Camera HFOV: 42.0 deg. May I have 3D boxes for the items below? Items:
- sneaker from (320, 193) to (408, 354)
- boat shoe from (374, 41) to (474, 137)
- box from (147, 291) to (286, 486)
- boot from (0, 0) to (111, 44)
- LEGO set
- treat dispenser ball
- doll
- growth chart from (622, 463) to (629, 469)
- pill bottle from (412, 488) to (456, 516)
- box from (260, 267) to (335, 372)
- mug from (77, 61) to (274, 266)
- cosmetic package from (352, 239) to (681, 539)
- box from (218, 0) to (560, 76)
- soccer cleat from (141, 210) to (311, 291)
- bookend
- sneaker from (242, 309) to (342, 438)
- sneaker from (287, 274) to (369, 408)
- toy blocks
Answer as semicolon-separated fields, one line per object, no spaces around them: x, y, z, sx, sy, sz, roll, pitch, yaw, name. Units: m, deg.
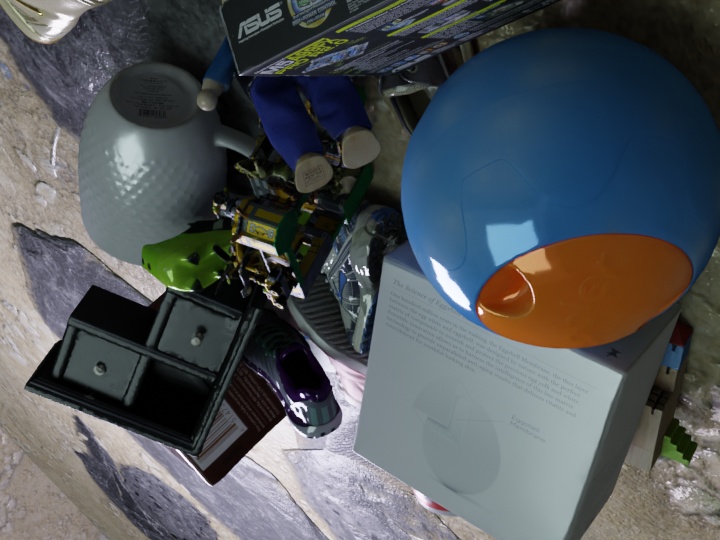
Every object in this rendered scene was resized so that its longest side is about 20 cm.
0.000;0.000;0.941;0.085;0.077;0.200;35;143;28;sneaker
0.042;-0.149;0.689;0.072;0.065;0.200;2;132;48;boat shoe
-0.216;0.140;1.214;0.200;0.164;0.166;17;145;56;box
-0.319;-0.312;0.862;0.155;0.073;0.200;-5;130;51;boot
-0.076;-0.076;0.802;0.116;0.200;0.154;18;162;18;LEGO set
0.126;-0.051;0.594;0.201;0.201;0.201;28;148;19;treat dispenser ball
-0.064;-0.156;0.730;0.200;0.136;0.048;63;-179;27;doll
0.193;0.171;0.992;0.145;0.018;0.200;45;149;-8;growth chart
0.085;0.141;0.959;0.114;0.114;0.200;8;127;41;pill bottle
-0.102;0.038;1.125;0.144;0.036;0.200;3;135;45;box
-0.179;-0.106;0.931;0.199;0.148;0.176;13;144;-5;mug
0.116;0.088;0.748;0.199;0.123;0.200;27;128;26;cosmetic package
0.045;-0.165;0.534;0.200;0.160;0.044;-16;89;38;box
-0.118;-0.031;0.910;0.081;0.200;0.068;22;120;41;soccer cleat
-0.221;0.065;0.996;0.198;0.092;0.200;24;114;-7;bookend
-0.081;0.087;1.031;0.200;0.074;0.088;46;152;36;sneaker
-0.017;0.092;1.059;0.200;0.075;0.105;39;145;-8;sneaker
0.198;0.083;0.817;0.200;0.100;0.137;20;133;28;toy blocks
